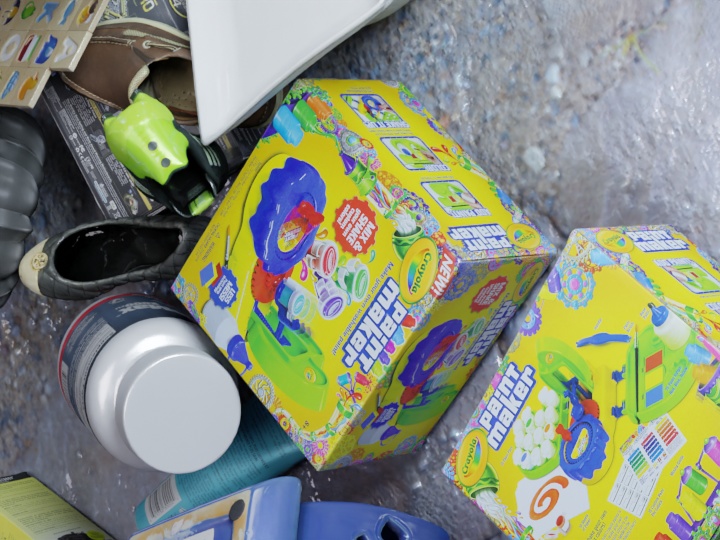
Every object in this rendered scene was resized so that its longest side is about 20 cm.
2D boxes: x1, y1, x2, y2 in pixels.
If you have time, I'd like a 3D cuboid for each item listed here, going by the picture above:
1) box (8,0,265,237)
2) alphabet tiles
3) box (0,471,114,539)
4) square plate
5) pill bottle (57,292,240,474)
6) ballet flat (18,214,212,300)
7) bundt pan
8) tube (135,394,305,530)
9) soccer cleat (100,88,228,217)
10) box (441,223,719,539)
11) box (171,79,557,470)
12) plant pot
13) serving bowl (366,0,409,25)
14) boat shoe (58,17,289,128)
[{"bbox_3d":[-0.180,-0.149,1.632,0.161,0.049,0.201,-29,89,37],"label":"box"},{"bbox_3d":[-0.254,-0.204,1.610,0.199,0.006,0.167,9,70,54],"label":"alphabet tiles"},{"bbox_3d":[-0.258,0.244,1.737,0.199,0.075,0.051,29,113,34],"label":"box"},{"bbox_3d":[-0.053,-0.215,1.448,0.199,0.028,0.200,-34,51,37],"label":"square plate"},{"bbox_3d":[-0.159,0.090,1.562,0.200,0.118,0.121,-155,69,-69],"label":"pill bottle"},{"bbox_3d":[-0.196,-0.018,1.616,0.198,0.057,0.067,-10,69,30],"label":"ballet flat"},{"bbox_3d":[-0.318,-0.049,1.723,0.202,0.075,0.204,-166,90,-75],"label":"bundt pan"},{"bbox_3d":[-0.102,0.154,1.620,0.200,0.050,0.078,-41,71,29],"label":"tube"},{"bbox_3d":[-0.132,-0.069,1.488,0.067,0.200,0.081,-39,74,2],"label":"soccer cleat"},{"bbox_3d":[0.190,0.106,1.318,0.193,0.121,0.201,43,119,30],"label":"box"},{"bbox_3d":[0.000,0.000,1.464,0.193,0.121,0.201,48,120,26],"label":"box"},{"bbox_3d":[-0.068,0.267,1.462,0.199,0.179,0.201,-25,46,39],"label":"plant pot"},{"bbox_3d":[-0.002,-0.276,1.494,0.199,0.066,0.202,2,94,39],"label":"serving bowl"},{"bbox_3d":[-0.156,-0.149,1.544,0.201,0.075,0.075,9,108,27],"label":"boat shoe"}]
